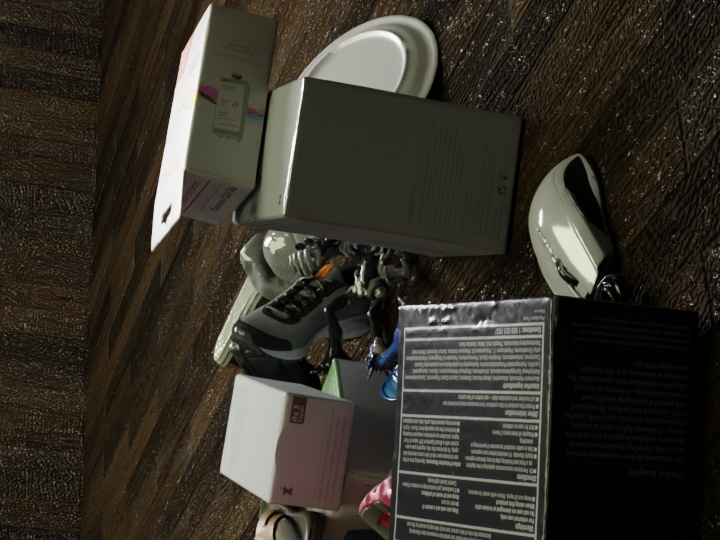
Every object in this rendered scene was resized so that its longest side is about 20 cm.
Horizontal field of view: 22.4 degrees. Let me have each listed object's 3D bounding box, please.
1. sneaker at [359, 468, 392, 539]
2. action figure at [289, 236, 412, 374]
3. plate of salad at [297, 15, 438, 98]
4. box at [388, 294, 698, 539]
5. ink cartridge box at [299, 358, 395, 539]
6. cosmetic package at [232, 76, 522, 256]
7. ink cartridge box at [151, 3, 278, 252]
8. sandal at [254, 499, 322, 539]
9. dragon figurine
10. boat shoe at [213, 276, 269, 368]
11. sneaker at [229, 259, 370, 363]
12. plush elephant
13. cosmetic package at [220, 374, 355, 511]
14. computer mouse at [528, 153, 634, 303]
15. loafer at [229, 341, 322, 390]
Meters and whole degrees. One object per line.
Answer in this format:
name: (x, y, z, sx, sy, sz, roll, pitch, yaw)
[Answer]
sneaker: (0.075, 0.158, 1.498, 0.200, 0.079, 0.096, -36, 12, 52)
action figure: (0.000, 0.000, 1.747, 0.102, 0.118, 0.202, 3, -92, -73)
plate of salad: (0.000, -0.169, 1.822, 0.199, 0.048, 0.201, -24, 43, 25)
box: (0.116, 0.123, 1.207, 0.200, 0.122, 0.200, -5, 80, 62)
ink cartridge box: (-0.008, 0.207, 1.726, 0.146, 0.087, 0.201, -100, 25, -46)
cosmetic package: (0.010, -0.086, 1.591, 0.199, 0.198, 0.124, 179, 98, -73)
ink cartridge box: (-0.130, -0.117, 1.610, 0.116, 0.067, 0.202, 141, 140, -66)
sandal: (-0.076, 0.247, 1.689, 0.200, 0.054, 0.082, -141, 59, -71)
dragon figurine: (0.052, 0.088, 1.617, 0.200, 0.058, 0.100, -121, 41, -66)
boat shoe: (-0.110, 0.035, 2.205, 0.201, 0.062, 0.075, -63, 16, 13)
sneaker: (-0.058, 0.037, 1.812, 0.074, 0.200, 0.080, 24, 116, 29)
plush elephant: (-0.054, -0.057, 1.899, 0.165, 0.199, 0.156, -34, 69, 60)
cosmetic package: (-0.069, 0.156, 1.683, 0.200, 0.073, 0.103, -170, 89, -72)
computer mouse: (0.153, -0.006, 1.339, 0.201, 0.043, 0.110, -99, 22, -44)
loafer: (-0.084, 0.120, 1.930, 0.201, 0.070, 0.069, 66, -166, -52)
